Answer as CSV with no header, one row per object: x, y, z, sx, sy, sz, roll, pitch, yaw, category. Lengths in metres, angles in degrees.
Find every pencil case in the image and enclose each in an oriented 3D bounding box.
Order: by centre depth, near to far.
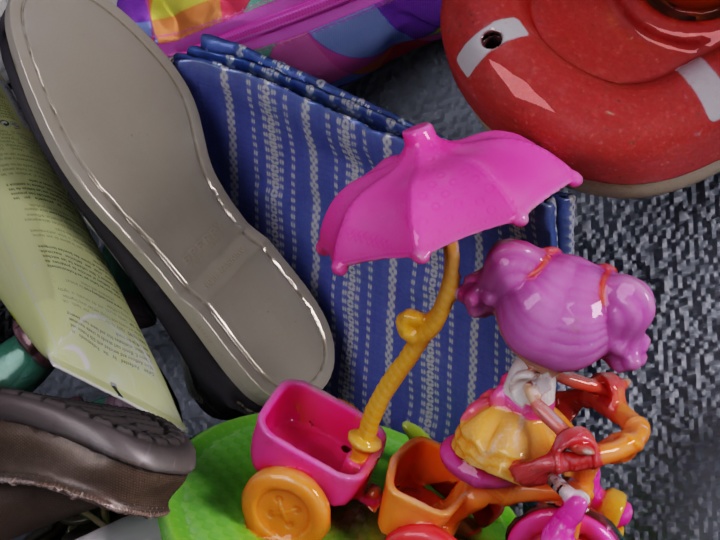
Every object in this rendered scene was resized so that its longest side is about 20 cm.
-0.007,-0.116,1.237,0.200,0.088,0.088,-21,66,27,pencil case

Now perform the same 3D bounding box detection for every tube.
-0.133,-0.012,1.190,0.200,0.058,0.052,54,147,41,tube

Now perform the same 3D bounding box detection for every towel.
0.000,0.000,1.189,0.200,0.024,0.145,25,128,35,towel

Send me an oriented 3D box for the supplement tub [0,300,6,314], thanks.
-0.240,0.022,1.327,0.200,0.123,0.123,-50,56,12,supplement tub

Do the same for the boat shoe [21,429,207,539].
-0.106,0.128,1.245,0.202,0.060,0.072,-39,59,18,boat shoe

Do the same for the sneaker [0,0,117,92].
-0.156,-0.118,1.339,0.200,0.080,0.076,-22,64,25,sneaker

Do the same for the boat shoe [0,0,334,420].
-0.090,-0.023,1.200,0.063,0.073,0.200,-28,99,50,boat shoe

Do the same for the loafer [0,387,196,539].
-0.144,0.081,1.124,0.200,0.073,0.071,1,82,39,loafer

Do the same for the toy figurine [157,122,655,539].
0.042,0.041,1.078,0.200,0.150,0.184,24,122,8,toy figurine

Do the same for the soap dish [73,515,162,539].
-0.050,0.160,1.131,0.157,0.200,0.081,43,142,33,soap dish

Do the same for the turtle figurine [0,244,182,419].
-0.178,0.062,1.237,0.200,0.101,0.150,-21,70,4,turtle figurine

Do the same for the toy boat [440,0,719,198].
0.121,-0.120,1.096,0.200,0.131,0.131,-31,57,-2,toy boat
